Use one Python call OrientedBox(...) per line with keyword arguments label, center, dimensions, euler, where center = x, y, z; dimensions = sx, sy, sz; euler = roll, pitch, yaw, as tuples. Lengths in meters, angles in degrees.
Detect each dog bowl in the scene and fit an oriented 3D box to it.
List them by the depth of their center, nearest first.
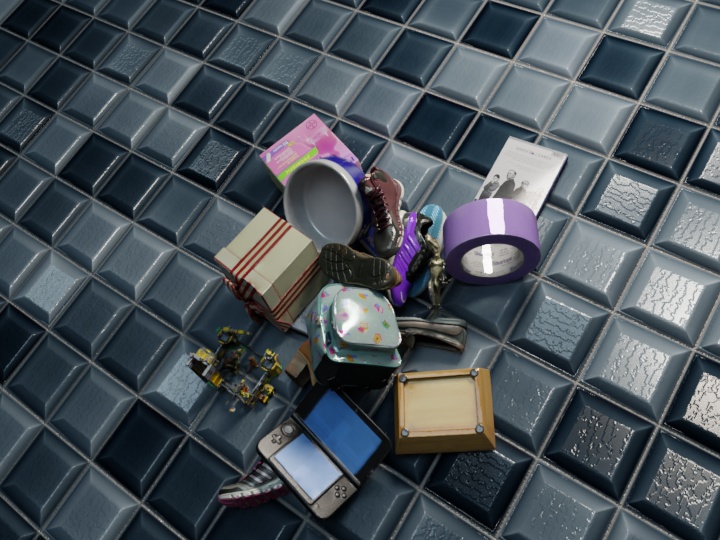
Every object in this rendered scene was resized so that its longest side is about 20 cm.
OrientedBox(label="dog bowl", center=(-0.068, -0.141, 1.612), dimensions=(0.197, 0.205, 0.078), euler=(24, 27, 26))

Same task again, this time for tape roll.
OrientedBox(label="tape roll", center=(0.266, -0.055, 1.527), dimensions=(0.195, 0.201, 0.087), euler=(-7, 59, 11))

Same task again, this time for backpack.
OrientedBox(label="backpack", center=(-0.017, 0.118, 1.478), dimensions=(0.172, 0.155, 0.202), euler=(5, 40, -24))

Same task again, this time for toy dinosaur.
OrientedBox(label="toy dinosaur", center=(0.153, 0.031, 1.510), dimensions=(0.046, 0.205, 0.088), euler=(-1, 22, -3))

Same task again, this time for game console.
OrientedBox(label="game console", center=(-0.071, 0.336, 1.424), dimensions=(0.200, 0.120, 0.171), euler=(42, 44, 17))

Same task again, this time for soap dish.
OrientedBox(label="soap dish", center=(0.158, 0.269, 1.449), dimensions=(0.195, 0.082, 0.161), euler=(-6, 60, 11))

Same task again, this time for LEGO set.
OrientedBox(label="LEGO set", center=(-0.273, 0.196, 1.584), dimensions=(0.198, 0.116, 0.154), euler=(34, 75, 28))

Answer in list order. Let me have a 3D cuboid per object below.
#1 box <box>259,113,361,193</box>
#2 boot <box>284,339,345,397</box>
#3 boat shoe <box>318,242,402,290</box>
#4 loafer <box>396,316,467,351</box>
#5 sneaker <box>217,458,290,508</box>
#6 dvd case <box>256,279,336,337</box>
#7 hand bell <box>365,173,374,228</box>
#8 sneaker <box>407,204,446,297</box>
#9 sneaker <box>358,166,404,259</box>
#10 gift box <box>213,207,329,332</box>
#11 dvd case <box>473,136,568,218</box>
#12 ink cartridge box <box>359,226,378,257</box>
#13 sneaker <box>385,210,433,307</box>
OrientedBox(label="box", center=(-0.115, -0.243, 1.794), dimensions=(0.175, 0.097, 0.201), euler=(-37, 60, -7))
OrientedBox(label="boot", center=(-0.046, 0.202, 1.555), dimensions=(0.198, 0.077, 0.156), euler=(30, 68, 34))
OrientedBox(label="boat shoe", center=(0.000, 0.000, 1.533), dimensions=(0.197, 0.073, 0.077), euler=(22, 91, 36))
OrientedBox(label="loafer", center=(0.122, 0.134, 1.541), dimensions=(0.195, 0.072, 0.064), euler=(-2, 68, 14))
OrientedBox(label="sneaker", center=(-0.190, 0.403, 1.477), dimensions=(0.195, 0.074, 0.089), euler=(-19, 59, -2))
OrientedBox(label="dvd case", center=(-0.133, 0.039, 1.691), dimensions=(0.140, 0.018, 0.203), euler=(18, 68, 22))
OrientedBox(label="hand bell", center=(0.037, -0.098, 1.640), dimensions=(0.102, 0.104, 0.204), euler=(-22, 71, 1))
OrientedBox(label="sneaker", center=(0.145, -0.036, 1.627), dimensions=(0.075, 0.081, 0.204), euler=(20, 88, 24))
OrientedBox(label="sneaker", center=(0.031, -0.127, 1.527), dimensions=(0.075, 0.115, 0.204), euler=(-23, 46, 30))
OrientedBox(label="gift box", center=(-0.188, 0.009, 1.604), dimensions=(0.198, 0.186, 0.187), euler=(33, 72, 35))
OrientedBox(label="dvd case", center=(0.361, -0.201, 1.684), dimensions=(0.148, 0.025, 0.202), euler=(23, 70, 25))
OrientedBox(label="ink cartridge box", center=(0.023, -0.111, 1.715), dimensions=(0.093, 0.044, 0.201), euler=(-37, 60, -5))
OrientedBox(label="sneaker", center=(0.111, -0.023, 1.557), dimensions=(0.097, 0.069, 0.206), euler=(6, 84, 22))
